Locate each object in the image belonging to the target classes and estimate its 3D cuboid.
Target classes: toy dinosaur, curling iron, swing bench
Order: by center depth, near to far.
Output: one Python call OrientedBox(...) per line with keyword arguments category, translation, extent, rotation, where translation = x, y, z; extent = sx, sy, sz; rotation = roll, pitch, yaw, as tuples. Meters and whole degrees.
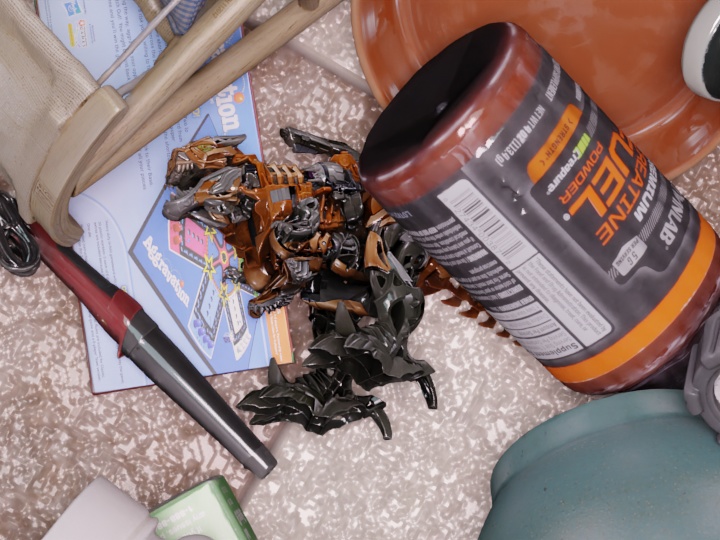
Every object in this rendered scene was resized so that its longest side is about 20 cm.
OrientedBox(category="swing bench", translation=(-0.139, -0.156, 1.040), extent=(0.200, 0.130, 0.199), rotation=(-42, 80, -7))
OrientedBox(category="toy dinosaur", translation=(0.000, 0.000, 1.064), extent=(0.198, 0.102, 0.137), rotation=(9, 61, 0))
OrientedBox(category="curling iron", translation=(-0.119, 0.032, 1.072), extent=(0.200, 0.026, 0.050), rotation=(42, 49, -1))

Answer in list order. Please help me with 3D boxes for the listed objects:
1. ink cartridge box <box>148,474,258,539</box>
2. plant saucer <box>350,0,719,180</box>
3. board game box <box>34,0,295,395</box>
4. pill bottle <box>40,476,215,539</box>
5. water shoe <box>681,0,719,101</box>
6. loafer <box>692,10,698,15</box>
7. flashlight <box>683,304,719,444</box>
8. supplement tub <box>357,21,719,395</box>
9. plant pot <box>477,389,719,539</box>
OrientedBox(category="ink cartridge box", translation=(-0.082, 0.218, 1.050), extent=(0.145, 0.088, 0.201), rotation=(-28, 88, -4))
OrientedBox(category="plant saucer", translation=(0.095, -0.124, 1.058), extent=(0.199, 0.032, 0.201), rotation=(5, 125, 7))
OrientedBox(category="board game box", translation=(-0.097, -0.045, 1.104), extent=(0.102, 0.019, 0.202), rotation=(-9, 86, 0))
OrientedBox(category="pill bottle", translation=(-0.063, 0.187, 0.954), extent=(0.200, 0.114, 0.114), rotation=(38, 86, 1))
OrientedBox(category="water shoe", translation=(0.246, -0.106, 1.000), extent=(0.199, 0.079, 0.072), rotation=(-11, 126, -9))
OrientedBox(category="loafer", translation=(0.149, -0.154, 1.096), extent=(0.199, 0.072, 0.063), rotation=(25, 126, 7))
OrientedBox(category="flashlight", translation=(0.197, -0.004, 1.022), extent=(0.068, 0.201, 0.068), rotation=(-5, 127, 23))
OrientedBox(category="supplement tub", translation=(0.100, -0.015, 1.047), extent=(0.200, 0.107, 0.107), rotation=(43, 86, -19))
OrientedBox(category="plant pot", translation=(0.132, 0.140, 1.022), extent=(0.199, 0.201, 0.135), rotation=(-13, 59, -2))
